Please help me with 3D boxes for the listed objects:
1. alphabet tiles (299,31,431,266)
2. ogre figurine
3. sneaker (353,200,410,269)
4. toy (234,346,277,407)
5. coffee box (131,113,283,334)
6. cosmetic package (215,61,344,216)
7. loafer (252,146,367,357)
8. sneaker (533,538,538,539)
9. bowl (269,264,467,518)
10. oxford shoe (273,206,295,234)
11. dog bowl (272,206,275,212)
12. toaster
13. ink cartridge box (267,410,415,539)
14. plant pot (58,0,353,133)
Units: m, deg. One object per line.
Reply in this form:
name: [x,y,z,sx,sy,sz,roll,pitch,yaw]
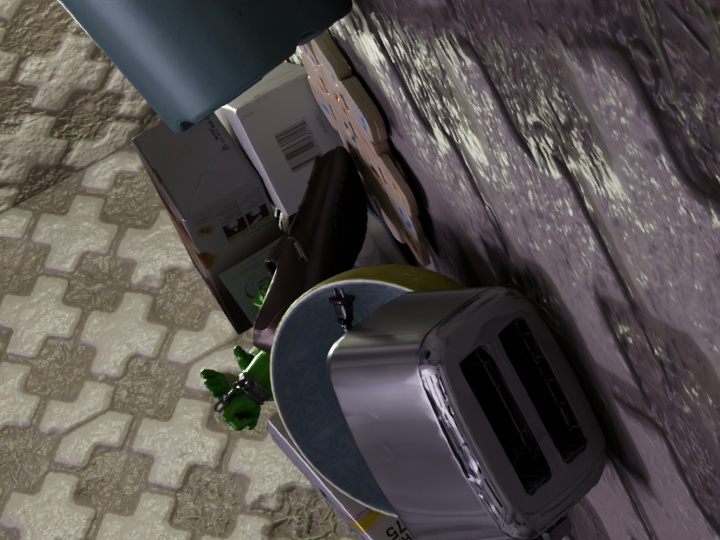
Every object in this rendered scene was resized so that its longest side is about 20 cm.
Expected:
alphabet tiles: [0.003,-0.102,1.362,0.196,0.015,0.200,58,173,28]
ogre figurine: [-0.066,0.066,1.533,0.098,0.120,0.200,47,-165,14]
sneaker: [0.000,0.000,1.517,0.077,0.081,0.200,55,180,41]
toy: [-0.026,0.134,1.705,0.200,0.047,0.115,45,148,-8]
coffee box: [-0.126,-0.045,1.586,0.114,0.080,0.200,55,172,34]
cosmetic package: [-0.071,-0.123,1.555,0.108,0.085,0.200,63,174,-15]
loafer: [-0.045,-0.016,1.371,0.073,0.071,0.200,65,-149,-49]
sneaker: [0.155,0.290,1.659,0.079,0.066,0.200,61,175,-37]
bowl: [0.045,0.074,1.272,0.200,0.200,0.108,62,-144,-11]
oxford shoe: [-0.054,-0.012,1.688,0.084,0.073,0.200,-148,57,-66]
dog bowl: [-0.080,-0.086,1.824,0.200,0.079,0.200,61,174,11]
toaster: [0.068,0.087,1.109,0.129,0.114,0.200,-11,109,57]
ink cartridge box: [0.040,0.165,1.485,0.200,0.147,0.146,48,171,8]
plant pot: [-0.118,-0.210,1.129,0.196,0.200,0.200,54,175,-8]
